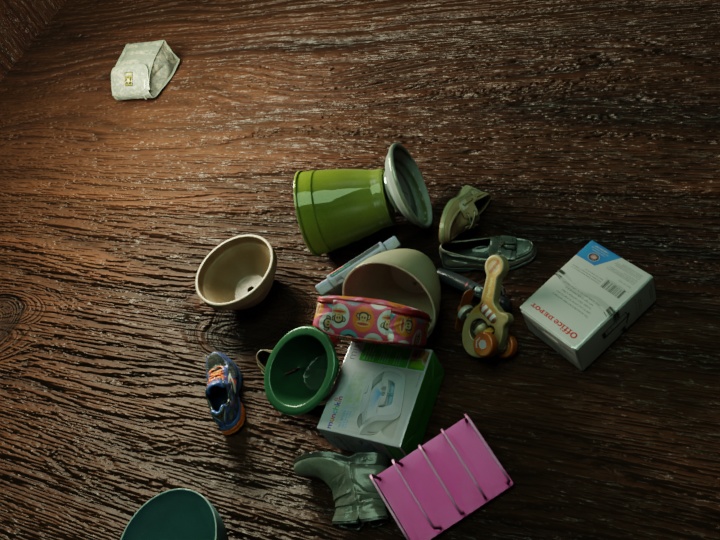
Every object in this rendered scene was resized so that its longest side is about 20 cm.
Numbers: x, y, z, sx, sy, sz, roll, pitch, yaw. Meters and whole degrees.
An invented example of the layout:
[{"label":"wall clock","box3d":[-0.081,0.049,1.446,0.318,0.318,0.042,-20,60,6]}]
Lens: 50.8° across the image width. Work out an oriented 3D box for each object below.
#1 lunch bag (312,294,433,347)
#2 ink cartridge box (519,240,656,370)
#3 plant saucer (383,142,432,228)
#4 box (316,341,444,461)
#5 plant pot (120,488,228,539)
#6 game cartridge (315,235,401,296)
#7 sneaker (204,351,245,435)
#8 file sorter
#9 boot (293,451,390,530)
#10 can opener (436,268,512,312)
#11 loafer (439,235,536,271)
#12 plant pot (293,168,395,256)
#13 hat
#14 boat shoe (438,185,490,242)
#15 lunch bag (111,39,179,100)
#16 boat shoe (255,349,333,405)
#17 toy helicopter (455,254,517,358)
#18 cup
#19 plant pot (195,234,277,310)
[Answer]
[{"label":"lunch bag","box3d":[0.028,0.098,1.420,0.200,0.176,0.082,8,85,22]},{"label":"ink cartridge box","box3d":[0.419,0.063,1.403,0.200,0.084,0.146,-41,48,-8]},{"label":"plant saucer","box3d":[0.096,-0.180,1.677,0.050,0.200,0.200,-20,48,23]},{"label":"box","box3d":[0.042,0.245,1.436,0.176,0.097,0.200,7,59,28]},{"label":"plant pot","box3d":[-0.316,0.515,1.368,0.200,0.135,0.200,-13,49,16]},{"label":"game cartridge","box3d":[0.000,0.000,1.627,0.200,0.130,0.038,-33,72,-2]},{"label":"sneaker","box3d":[-0.294,0.246,1.606,0.075,0.078,0.200,-28,48,2]},{"label":"file sorter","box3d":[0.133,0.347,1.264,0.200,0.125,0.139,-33,69,-2]},{"label":"boot","box3d":[-0.041,0.400,1.377,0.200,0.068,0.131,-7,57,22]},{"label":"can opener","box3d":[0.224,0.042,1.528,0.079,0.063,0.200,-46,49,-12]},{"label":"loafer","box3d":[0.260,-0.038,1.573,0.200,0.063,0.072,-7,52,21]},{"label":"plant pot","box3d":[-0.027,-0.146,1.713,0.193,0.200,0.201,-11,51,13]},{"label":"hat","box3d":[-0.069,0.205,1.516,0.166,0.176,0.200,37,93,36]},{"label":"boat shoe","box3d":[0.224,-0.122,1.625,0.064,0.071,0.200,16,41,22]},{"label":"lunch bag","box3d":[-0.718,-0.647,2.490,0.164,0.118,0.200,4,62,28]},{"label":"boat shoe","box3d":[-0.140,0.216,1.558,0.202,0.075,0.075,16,63,34]},{"label":"toy helicopter","box3d":[0.238,0.067,1.448,0.132,0.079,0.200,15,96,49]},{"label":"cup","box3d":[0.083,0.034,1.537,0.200,0.200,0.143,3,32,28]},{"label":"plant pot","box3d":[-0.275,0.022,1.764,0.201,0.093,0.201,-13,50,15]}]
